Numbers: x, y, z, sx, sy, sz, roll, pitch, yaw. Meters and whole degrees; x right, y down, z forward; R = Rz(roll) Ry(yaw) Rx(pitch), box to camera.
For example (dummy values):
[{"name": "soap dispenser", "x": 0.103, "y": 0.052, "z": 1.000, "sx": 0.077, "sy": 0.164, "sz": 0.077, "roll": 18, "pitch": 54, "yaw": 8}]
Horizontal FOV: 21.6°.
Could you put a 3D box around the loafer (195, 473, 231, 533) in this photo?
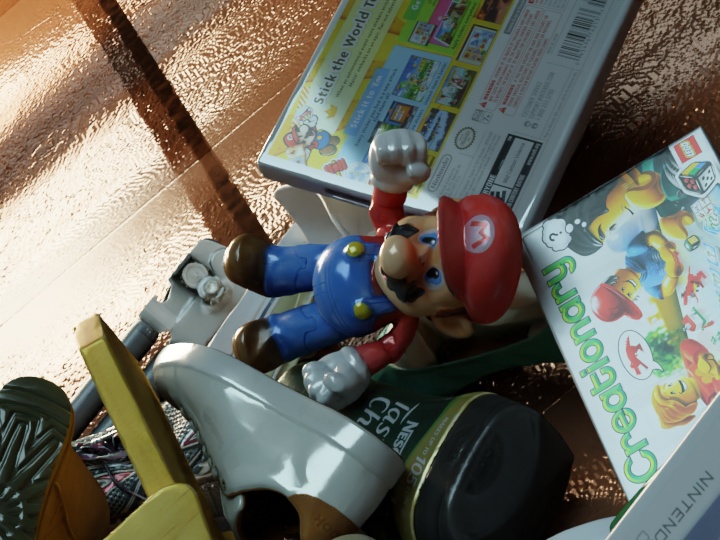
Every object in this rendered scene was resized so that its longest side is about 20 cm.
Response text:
[{"name": "loafer", "x": -0.138, "y": 0.202, "z": 1.159, "sx": 0.200, "sy": 0.072, "sz": 0.063, "roll": -46, "pitch": -6, "yaw": -8}]

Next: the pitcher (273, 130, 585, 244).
[{"name": "pitcher", "x": 0.061, "y": -0.068, "z": 1.200, "sx": 0.200, "sy": 0.122, "sz": 0.171, "roll": -39, "pitch": 30, "yaw": -8}]

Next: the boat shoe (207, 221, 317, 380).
[{"name": "boat shoe", "x": -0.054, "y": 0.036, "z": 1.262, "sx": 0.072, "sy": 0.062, "sz": 0.200, "roll": -57, "pitch": 1, "yaw": 44}]

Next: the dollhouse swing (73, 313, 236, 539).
[{"name": "dollhouse swing", "x": -0.148, "y": 0.158, "z": 1.036, "sx": 0.182, "sy": 0.200, "sz": 0.176, "roll": -42, "pitch": 77, "yaw": -7}]

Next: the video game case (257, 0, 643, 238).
[{"name": "video game case", "x": 0.057, "y": -0.119, "z": 1.158, "sx": 0.181, "sy": 0.023, "sz": 0.201, "roll": 17, "pitch": 67, "yaw": 23}]

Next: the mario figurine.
[{"name": "mario figurine", "x": 0.000, "y": 0.000, "z": 1.065, "sx": 0.199, "sy": 0.124, "sz": 0.106, "roll": -15, "pitch": 24, "yaw": 36}]

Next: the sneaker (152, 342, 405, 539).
[{"name": "sneaker", "x": -0.068, "y": 0.101, "z": 1.052, "sx": 0.199, "sy": 0.073, "sz": 0.085, "roll": 21, "pitch": 74, "yaw": 49}]

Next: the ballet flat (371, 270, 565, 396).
[{"name": "ballet flat", "x": 0.066, "y": 0.031, "z": 1.142, "sx": 0.199, "sy": 0.070, "sz": 0.068, "roll": -16, "pitch": 44, "yaw": 32}]

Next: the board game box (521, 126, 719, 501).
[{"name": "board game box", "x": 0.174, "y": 0.035, "z": 1.014, "sx": 0.126, "sy": 0.035, "sz": 0.201, "roll": -31, "pitch": 56, "yaw": 14}]

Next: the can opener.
[{"name": "can opener", "x": -0.150, "y": 0.063, "z": 1.344, "sx": 0.200, "sy": 0.053, "sz": 0.066, "roll": -52, "pitch": 2, "yaw": -18}]

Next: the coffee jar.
[{"name": "coffee jar", "x": 0.023, "y": 0.116, "z": 1.080, "sx": 0.199, "sy": 0.085, "sz": 0.105, "roll": 6, "pitch": 57, "yaw": 46}]

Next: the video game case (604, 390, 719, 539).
[{"name": "video game case", "x": 0.179, "y": 0.170, "z": 0.770, "sx": 0.200, "sy": 0.023, "sz": 0.183, "roll": 46, "pitch": 121, "yaw": 23}]

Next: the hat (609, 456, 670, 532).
[{"name": "hat", "x": 0.227, "y": 0.121, "z": 0.856, "sx": 0.200, "sy": 0.176, "sz": 0.166, "roll": -34, "pitch": -17, "yaw": -50}]

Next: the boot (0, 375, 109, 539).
[{"name": "boot", "x": -0.199, "y": 0.171, "z": 1.096, "sx": 0.066, "sy": 0.200, "sz": 0.176, "roll": 23, "pitch": 65, "yaw": 9}]

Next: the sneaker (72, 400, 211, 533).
[{"name": "sneaker", "x": -0.169, "y": 0.135, "z": 1.251, "sx": 0.199, "sy": 0.075, "sz": 0.081, "roll": -34, "pitch": 35, "yaw": 9}]

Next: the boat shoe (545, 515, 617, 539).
[{"name": "boat shoe", "x": 0.080, "y": 0.199, "z": 0.946, "sx": 0.199, "sy": 0.074, "sz": 0.068, "roll": -34, "pitch": 38, "yaw": 15}]

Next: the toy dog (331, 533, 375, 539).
[{"name": "toy dog", "x": -0.044, "y": 0.227, "z": 0.950, "sx": 0.132, "sy": 0.096, "sz": 0.202, "roll": 21, "pitch": 92, "yaw": 64}]
